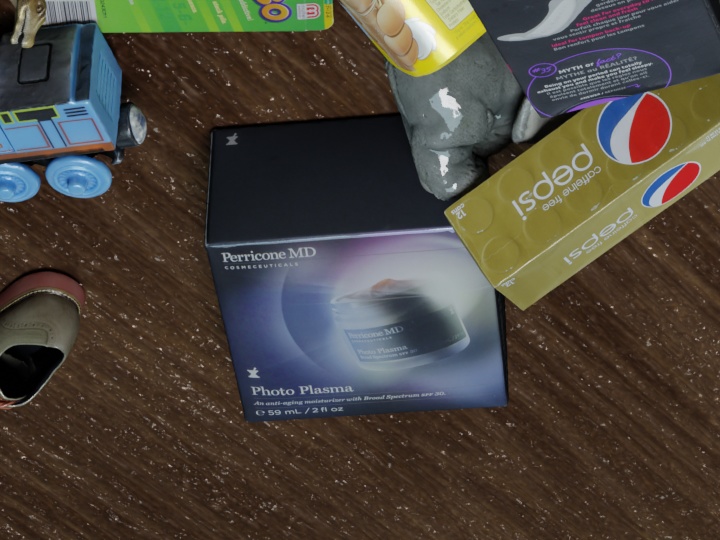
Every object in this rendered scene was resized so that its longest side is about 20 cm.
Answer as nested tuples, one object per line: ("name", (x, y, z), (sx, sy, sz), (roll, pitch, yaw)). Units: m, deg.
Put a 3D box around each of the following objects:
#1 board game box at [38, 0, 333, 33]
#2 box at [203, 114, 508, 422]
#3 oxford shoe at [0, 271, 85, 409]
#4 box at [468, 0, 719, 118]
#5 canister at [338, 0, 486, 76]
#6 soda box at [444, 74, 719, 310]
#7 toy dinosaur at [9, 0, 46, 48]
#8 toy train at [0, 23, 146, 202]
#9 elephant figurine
("board game box", (-0.118, -0.198, 1.626), (0.199, 0.030, 0.096), (2, 139, 3))
("box", (0.000, 0.000, 1.775), (0.199, 0.123, 0.199), (-5, 136, 5))
("oxford shoe", (-0.286, 0.078, 1.897), (0.070, 0.075, 0.200), (26, 132, -27))
("box", (0.122, -0.183, 1.359), (0.122, 0.106, 0.200), (-14, 154, 14))
("canister", (-0.009, -0.218, 1.471), (0.087, 0.149, 0.200), (-41, 106, 0))
("soda box", (0.158, -0.062, 1.601), (0.200, 0.068, 0.064), (-37, 155, 9))
("toy dinosaur", (-0.236, -0.243, 1.564), (0.101, 0.058, 0.200), (0, 117, -4))
("toy train", (-0.249, -0.103, 1.681), (0.200, 0.087, 0.114), (-6, 145, 12))
("elephant figurine", (0.121, -0.135, 1.641), (0.200, 0.155, 0.142), (-16, 93, 3))
